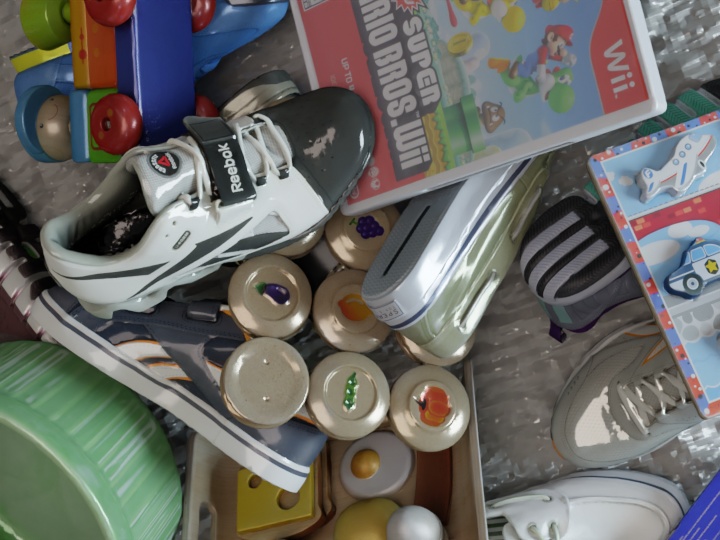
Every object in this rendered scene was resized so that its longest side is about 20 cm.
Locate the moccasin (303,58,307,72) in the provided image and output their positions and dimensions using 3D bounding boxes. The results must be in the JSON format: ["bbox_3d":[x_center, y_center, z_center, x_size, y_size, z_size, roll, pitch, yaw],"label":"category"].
[{"bbox_3d":[-0.001,-0.207,0.783,0.080,0.068,0.202,13,99,14],"label":"moccasin"}]

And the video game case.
[{"bbox_3d":[0.055,-0.125,0.708,0.199,0.017,0.145,-17,85,32],"label":"video game case"}]

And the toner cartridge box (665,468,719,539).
[{"bbox_3d":[0.202,0.207,0.747,0.095,0.043,0.201,40,95,39],"label":"toner cartridge box"}]

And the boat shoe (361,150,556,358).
[{"bbox_3d":[0.073,-0.040,0.759,0.062,0.072,0.201,44,70,-25],"label":"boat shoe"}]

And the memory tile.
[{"bbox_3d":[0.000,0.000,0.762,0.152,0.017,0.202,11,72,-13],"label":"memory tile"}]

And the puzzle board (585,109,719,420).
[{"bbox_3d":[0.240,-0.026,0.695,0.198,0.017,0.152,-20,74,-9],"label":"puzzle board"}]

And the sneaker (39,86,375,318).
[{"bbox_3d":[-0.082,-0.044,0.706,0.199,0.089,0.074,-32,69,-1],"label":"sneaker"}]

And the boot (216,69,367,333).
[{"bbox_3d":[-0.074,-0.005,0.822,0.203,0.073,0.154,-44,85,14],"label":"boot"}]

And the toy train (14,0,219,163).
[{"bbox_3d":[-0.153,-0.159,0.764,0.115,0.084,0.202,1,96,34],"label":"toy train"}]

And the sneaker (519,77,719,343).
[{"bbox_3d":[0.181,-0.037,0.763,0.199,0.088,0.075,-33,57,-4],"label":"sneaker"}]

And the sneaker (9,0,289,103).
[{"bbox_3d":[-0.129,-0.128,0.832,0.198,0.066,0.079,-15,97,18],"label":"sneaker"}]

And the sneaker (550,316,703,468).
[{"bbox_3d":[0.192,0.054,0.745,0.199,0.092,0.076,-35,85,16],"label":"sneaker"}]

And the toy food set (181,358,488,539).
[{"bbox_3d":[-0.018,0.141,0.788,0.198,0.061,0.145,-15,52,16],"label":"toy food set"}]

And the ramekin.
[{"bbox_3d":[-0.207,0.142,0.805,0.198,0.098,0.202,10,117,20],"label":"ramekin"}]

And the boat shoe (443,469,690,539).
[{"bbox_3d":[0.103,0.172,0.794,0.198,0.067,0.074,-15,92,16],"label":"boat shoe"}]

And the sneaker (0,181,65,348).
[{"bbox_3d":[-0.241,0.037,0.880,0.116,0.075,0.200,-46,74,21],"label":"sneaker"}]

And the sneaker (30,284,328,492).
[{"bbox_3d":[-0.101,0.048,0.786,0.199,0.078,0.080,31,89,10],"label":"sneaker"}]
